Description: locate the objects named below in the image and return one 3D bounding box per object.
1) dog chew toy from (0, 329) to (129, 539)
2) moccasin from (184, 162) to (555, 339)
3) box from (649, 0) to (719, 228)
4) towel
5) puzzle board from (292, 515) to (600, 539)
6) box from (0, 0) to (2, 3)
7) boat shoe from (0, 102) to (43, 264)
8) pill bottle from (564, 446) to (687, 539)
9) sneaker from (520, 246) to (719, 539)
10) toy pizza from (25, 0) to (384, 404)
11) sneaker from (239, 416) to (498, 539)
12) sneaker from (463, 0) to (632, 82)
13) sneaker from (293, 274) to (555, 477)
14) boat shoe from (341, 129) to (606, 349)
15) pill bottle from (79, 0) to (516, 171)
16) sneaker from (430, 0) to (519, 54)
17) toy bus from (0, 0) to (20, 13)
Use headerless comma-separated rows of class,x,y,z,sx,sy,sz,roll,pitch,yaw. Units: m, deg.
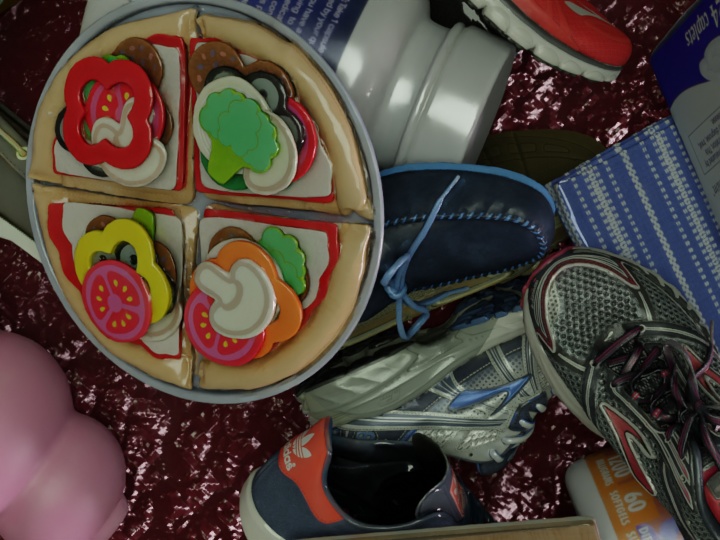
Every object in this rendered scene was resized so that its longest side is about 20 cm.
dog chew toy,-0.207,0.075,1.078,0.200,0.125,0.125,36,93,-8
moccasin,0.000,0.000,1.021,0.200,0.068,0.081,-10,137,25
box,0.270,-0.056,1.015,0.184,0.105,0.200,-17,78,-18
towel,0.204,-0.025,1.072,0.200,0.024,0.145,-28,94,-20
puzzle board,0.061,0.194,1.053,0.150,0.017,0.200,-7,132,13
box,-0.267,-0.201,1.014,0.200,0.122,0.193,26,79,21
boat shoe,-0.136,-0.022,1.091,0.202,0.072,0.060,32,98,4
pill bottle,0.215,0.116,1.066,0.200,0.112,0.112,-22,92,2
sneaker,0.154,0.067,0.986,0.081,0.075,0.200,-40,79,-1
toy pizza,-0.082,-0.031,0.990,0.200,0.032,0.201,6,104,26
sneaker,0.042,0.131,1.058,0.200,0.075,0.085,20,127,-24
sneaker,0.071,-0.171,1.014,0.200,0.077,0.085,41,100,-19
sneaker,0.071,0.057,1.096,0.200,0.077,0.085,-22,102,10
boat shoe,0.043,-0.011,1.096,0.200,0.063,0.073,-25,48,-1
pill bottle,-0.030,-0.110,1.052,0.200,0.120,0.120,23,93,7
sneaker,0.029,-0.197,1.073,0.073,0.082,0.200,-26,93,0
toy bus,-0.267,-0.110,1.095,0.200,0.065,0.078,-25,91,3
